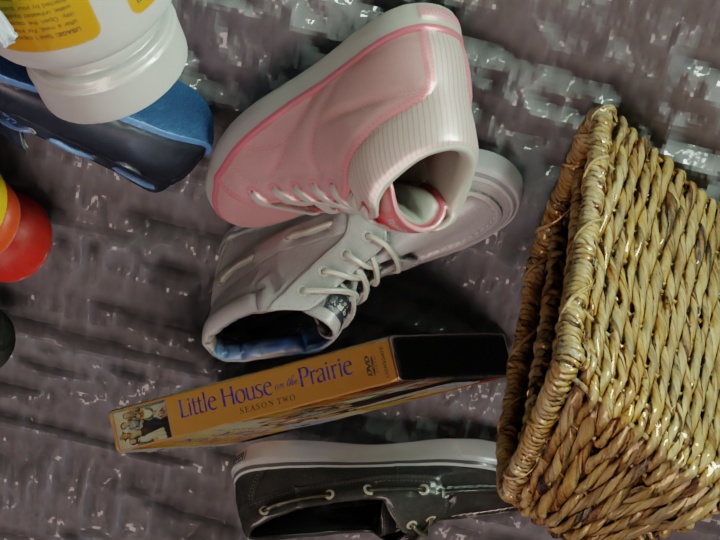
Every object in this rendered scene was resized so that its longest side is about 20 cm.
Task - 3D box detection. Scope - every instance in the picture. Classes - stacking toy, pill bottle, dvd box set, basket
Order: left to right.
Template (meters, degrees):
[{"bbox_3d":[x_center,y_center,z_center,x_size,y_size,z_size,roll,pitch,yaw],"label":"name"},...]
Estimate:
[{"bbox_3d":[-0.235,-0.040,1.468,0.085,0.086,0.200,-7,159,21],"label":"stacking toy"},{"bbox_3d":[-0.157,-0.174,1.308,0.112,0.113,0.200,-4,136,19],"label":"pill bottle"},{"bbox_3d":[-0.029,0.073,1.548,0.199,0.030,0.146,-16,171,28],"label":"dvd box set"},{"bbox_3d":[0.120,0.037,1.406,0.149,0.200,0.143,37,135,-28],"label":"basket"}]

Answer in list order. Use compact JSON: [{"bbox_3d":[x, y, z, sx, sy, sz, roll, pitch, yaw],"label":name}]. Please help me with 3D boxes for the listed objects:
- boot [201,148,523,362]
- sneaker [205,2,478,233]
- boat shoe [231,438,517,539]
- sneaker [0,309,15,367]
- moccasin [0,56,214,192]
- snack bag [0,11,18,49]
[{"bbox_3d":[0.000,0.000,1.472,0.200,0.096,0.074,-18,130,30],"label":"boot"},{"bbox_3d":[-0.010,-0.051,1.403,0.075,0.105,0.200,8,147,-41],"label":"sneaker"},{"bbox_3d":[0.018,0.144,1.631,0.199,0.057,0.069,1,150,-7],"label":"boat shoe"},{"bbox_3d":[-0.301,-0.004,1.563,0.199,0.076,0.116,16,136,-3],"label":"sneaker"},{"bbox_3d":[-0.180,-0.092,1.426,0.200,0.081,0.068,27,129,-14],"label":"moccasin"},{"bbox_3d":[-0.264,-0.202,1.283,0.188,0.021,0.200,23,148,49],"label":"snack bag"}]
